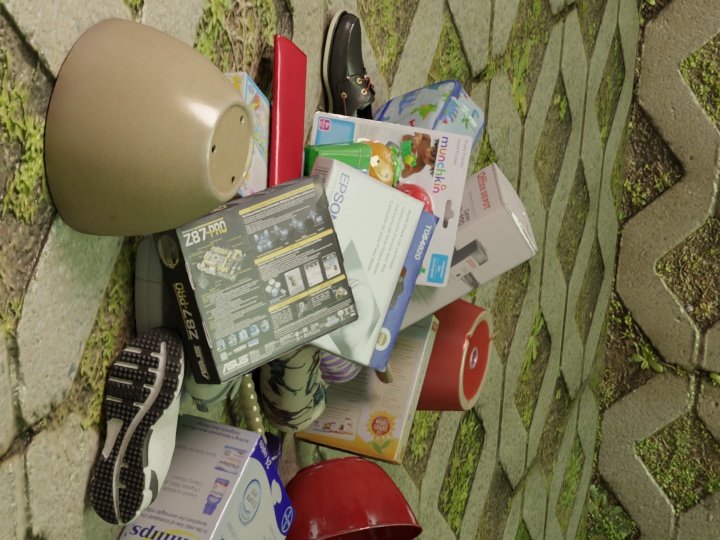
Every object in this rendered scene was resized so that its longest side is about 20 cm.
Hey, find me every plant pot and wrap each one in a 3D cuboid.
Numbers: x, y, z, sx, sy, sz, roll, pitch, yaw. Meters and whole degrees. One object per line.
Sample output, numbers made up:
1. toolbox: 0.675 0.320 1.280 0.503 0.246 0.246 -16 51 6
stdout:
1. plant pot: -0.175 -0.121 1.397 0.200 0.134 0.202 11 90 -69
2. plant pot: 0.080 0.107 2.133 0.200 0.176 0.202 11 90 -69

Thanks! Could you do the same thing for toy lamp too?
1. toy lamp: -0.127 0.170 1.793 0.058 0.058 0.201 -57 149 -44

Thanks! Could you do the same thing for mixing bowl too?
1. mixing bowl: -0.027 0.306 1.982 0.200 0.199 0.109 45 30 -66

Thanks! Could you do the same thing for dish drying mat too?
1. dish drying mat: -0.082 -0.151 1.686 0.077 0.018 0.201 36 55 -68

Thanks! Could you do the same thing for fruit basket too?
1. fruit basket: 0.027 -0.079 1.794 0.094 0.199 0.187 -141 -120 -75

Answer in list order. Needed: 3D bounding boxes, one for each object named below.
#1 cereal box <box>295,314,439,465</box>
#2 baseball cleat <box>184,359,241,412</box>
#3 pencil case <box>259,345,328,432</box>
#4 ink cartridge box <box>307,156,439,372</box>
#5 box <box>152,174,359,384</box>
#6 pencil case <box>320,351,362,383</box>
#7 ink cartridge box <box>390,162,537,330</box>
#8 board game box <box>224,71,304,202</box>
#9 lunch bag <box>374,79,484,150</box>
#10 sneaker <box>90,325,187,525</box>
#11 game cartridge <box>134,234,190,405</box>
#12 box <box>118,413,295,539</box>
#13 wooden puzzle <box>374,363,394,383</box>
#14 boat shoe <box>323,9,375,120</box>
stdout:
1. cereal box: 0.010 0.141 2.011 0.040 0.143 0.201 46 59 -66
2. baseball cleat: -0.136 0.053 1.617 0.107 0.069 0.201 91 24 -62
3. pencil case: -0.077 0.106 1.803 0.090 0.078 0.200 -52 161 -30
4. ink cartridge box: 0.000 0.000 1.715 0.199 0.040 0.201 23 84 -39
5. box: -0.101 0.007 1.551 0.199 0.049 0.162 -24 105 -41
6. pencil case: -0.051 0.067 1.894 0.200 0.085 0.084 65 34 -56
7. ink cartridge box: 0.110 -0.031 1.919 0.085 0.199 0.146 57 12 -23
8. board game box: -0.110 -0.111 1.672 0.200 0.034 0.135 50 40 -64
9. lunch bag: 0.059 -0.147 1.979 0.082 0.160 0.201 47 53 -27
10. sneaker: -0.217 0.151 1.538 0.080 0.073 0.201 -2 110 -75
11. game cartridge: -0.185 0.033 1.593 0.133 0.041 0.201 -54 148 -55
12. box: -0.169 0.294 1.676 0.184 0.104 0.201 73 35 -51
13. wooden puzzle: 0.001 0.017 1.927 0.185 0.037 0.201 69 4 -54
14. boat shoe: -0.009 -0.220 1.892 0.074 0.063 0.203 -40 135 -56
